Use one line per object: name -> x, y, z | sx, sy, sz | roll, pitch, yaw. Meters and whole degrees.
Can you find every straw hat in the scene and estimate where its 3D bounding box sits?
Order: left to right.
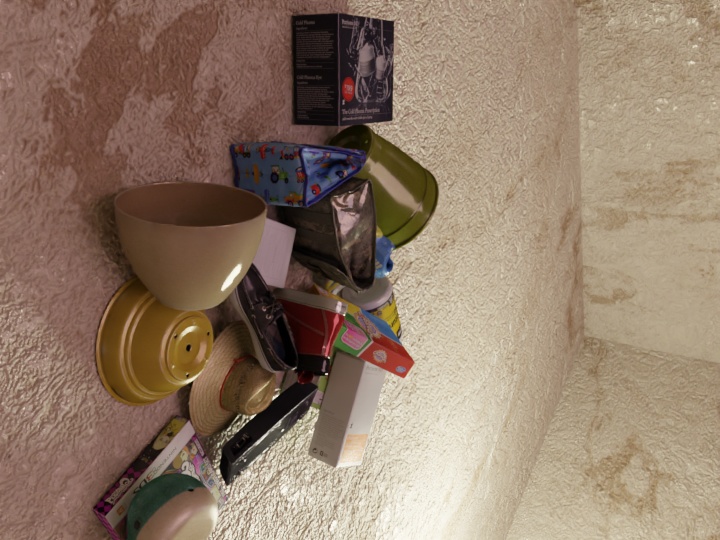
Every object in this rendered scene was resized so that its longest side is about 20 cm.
straw hat -> -0.186, 0.190, 1.117 | 0.201, 0.083, 0.205 | -45, 141, -52

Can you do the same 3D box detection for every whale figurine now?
whale figurine -> -0.289, 0.377, 0.968 | 0.158, 0.103, 0.202 | 1, 123, -57

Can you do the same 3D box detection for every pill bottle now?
pill bottle -> 0.032, 0.114, 1.473 | 0.112, 0.109, 0.203 | -51, 140, -39

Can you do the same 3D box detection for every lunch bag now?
lunch bag -> -0.093, -0.174, 1.132 | 0.199, 0.148, 0.096 | -28, 120, -54
lunch bag -> -0.056, -0.064, 1.203 | 0.116, 0.162, 0.204 | -28, 122, -34

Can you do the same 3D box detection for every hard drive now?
hard drive -> -0.162, 0.276, 1.176 | 0.199, 0.042, 0.136 | -39, 163, -32

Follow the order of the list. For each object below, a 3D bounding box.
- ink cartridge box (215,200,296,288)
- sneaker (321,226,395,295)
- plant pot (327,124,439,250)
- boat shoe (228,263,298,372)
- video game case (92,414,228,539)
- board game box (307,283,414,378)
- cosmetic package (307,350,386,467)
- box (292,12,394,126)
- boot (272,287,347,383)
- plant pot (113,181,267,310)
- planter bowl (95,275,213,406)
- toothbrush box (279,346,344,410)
ink cartridge box -> -0.190, -0.041, 1.096 | 0.199, 0.058, 0.106 | 18, 83, -59
sneaker -> 0.000, 0.000, 1.314 | 0.201, 0.104, 0.076 | -57, -176, 41
plant pot -> 0.021, -0.173, 1.320 | 0.192, 0.197, 0.204 | 40, 64, -42
boat shoe -> -0.146, 0.073, 1.061 | 0.070, 0.065, 0.204 | -38, 120, -48
video game case -> -0.298, 0.360, 1.049 | 0.182, 0.035, 0.203 | -49, 138, -40
board game box -> -0.004, 0.116, 1.296 | 0.198, 0.153, 0.041 | 29, 103, -32
cosmetic package -> -0.022, 0.264, 1.299 | 0.101, 0.070, 0.205 | 19, 86, -59
box -> -0.027, -0.363, 1.239 | 0.199, 0.102, 0.187 | -24, 118, -55
boot -> -0.108, 0.110, 1.158 | 0.071, 0.198, 0.148 | 18, 85, -36
plant pot -> -0.226, -0.027, 0.914 | 0.199, 0.197, 0.138 | -26, 128, -54
planter bowl -> -0.271, 0.103, 0.976 | 0.199, 0.082, 0.205 | -23, 118, -55
toothbrush box -> -0.059, 0.209, 1.367 | 0.199, 0.085, 0.149 | 36, 69, -56
